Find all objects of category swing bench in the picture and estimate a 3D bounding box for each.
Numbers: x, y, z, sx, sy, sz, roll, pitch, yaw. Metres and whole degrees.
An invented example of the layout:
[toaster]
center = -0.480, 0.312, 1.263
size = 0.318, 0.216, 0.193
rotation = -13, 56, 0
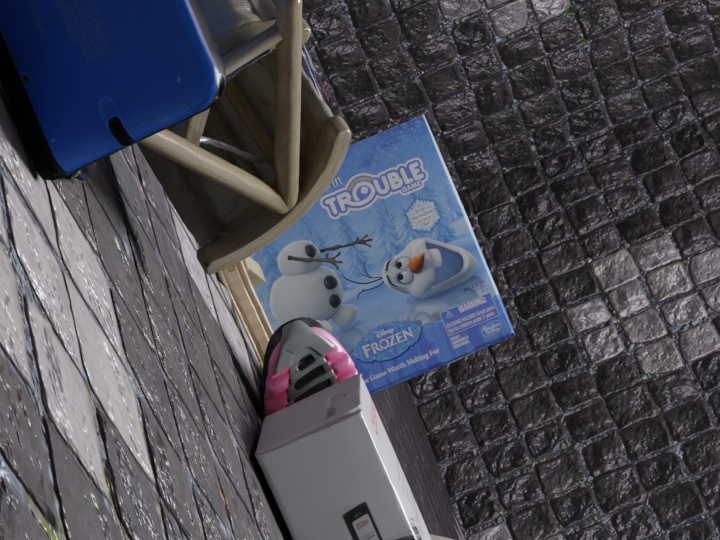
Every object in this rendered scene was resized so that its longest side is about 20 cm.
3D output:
[swing bench]
center = -0.107, -0.141, 1.305
size = 0.199, 0.130, 0.200
rotation = 57, -2, 30

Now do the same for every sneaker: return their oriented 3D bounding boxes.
[sneaker]
center = -0.040, 0.097, 1.662
size = 0.200, 0.079, 0.096
rotation = 76, -8, -47

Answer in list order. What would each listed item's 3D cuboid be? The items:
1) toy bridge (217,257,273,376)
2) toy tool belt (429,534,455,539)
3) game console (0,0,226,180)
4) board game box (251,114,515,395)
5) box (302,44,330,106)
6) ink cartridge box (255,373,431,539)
[toy bridge]
center = -0.097, 0.002, 1.730
size = 0.067, 0.027, 0.201
rotation = 49, 19, -75
[toy tool belt]
center = 0.092, 0.285, 1.758
size = 0.199, 0.125, 0.123
rotation = 23, 1, -10
[game console]
center = -0.147, -0.157, 1.114
size = 0.118, 0.170, 0.201
rotation = -28, 95, -61
[board game box]
center = 0.000, 0.000, 1.817
size = 0.043, 0.199, 0.200
rotation = 43, 25, -82
[box]
center = -0.120, -0.273, 2.811
size = 0.182, 0.104, 0.201
rotation = -94, 161, -78
[ink cartridge box]
center = 0.002, 0.188, 1.528
size = 0.146, 0.084, 0.201
rotation = -93, 159, -84
